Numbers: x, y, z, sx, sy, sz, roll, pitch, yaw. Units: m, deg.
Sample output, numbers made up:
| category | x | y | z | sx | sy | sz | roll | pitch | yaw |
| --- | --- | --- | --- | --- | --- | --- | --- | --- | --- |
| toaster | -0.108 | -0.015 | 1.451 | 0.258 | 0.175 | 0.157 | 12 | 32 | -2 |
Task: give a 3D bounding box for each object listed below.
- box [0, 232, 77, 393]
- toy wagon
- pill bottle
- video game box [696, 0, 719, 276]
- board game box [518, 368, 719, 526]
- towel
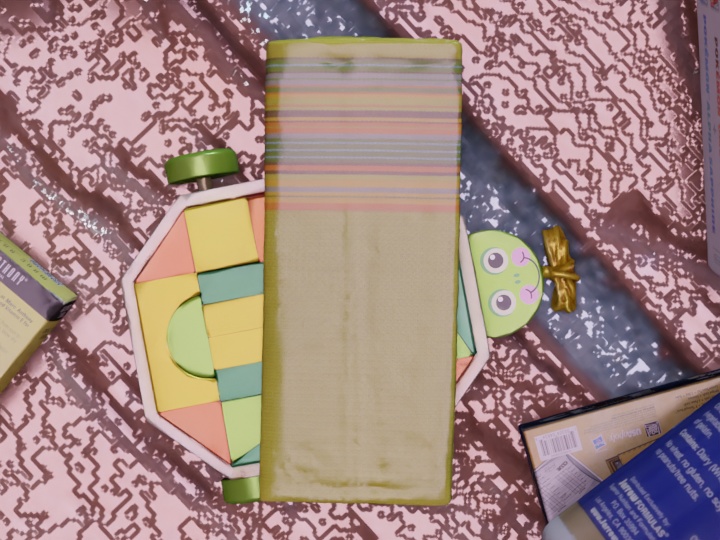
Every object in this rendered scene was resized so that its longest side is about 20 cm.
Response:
| category | x | y | z | sx | sy | sz | roll | pitch | yaw |
| --- | --- | --- | --- | --- | --- | --- | --- | --- | --- |
| box | -0.216 | 0.067 | 1.070 | 0.075 | 0.050 | 0.200 | 38 | 90 | 1 |
| toy wagon | -0.002 | 0.014 | 1.069 | 0.199 | 0.040 | 0.156 | -10 | 90 | 2 |
| pill bottle | 0.183 | 0.095 | 0.990 | 0.200 | 0.116 | 0.116 | -37 | 89 | 1 |
| video game box | 0.240 | -0.096 | 1.018 | 0.199 | 0.047 | 0.183 | -8 | 109 | -10 |
| board game box | 0.183 | 0.107 | 1.066 | 0.199 | 0.035 | 0.136 | -15 | 89 | 1 |
| towel | 0.000 | 0.000 | 1.043 | 0.086 | 0.018 | 0.201 | 1 | 91 | 7 |
